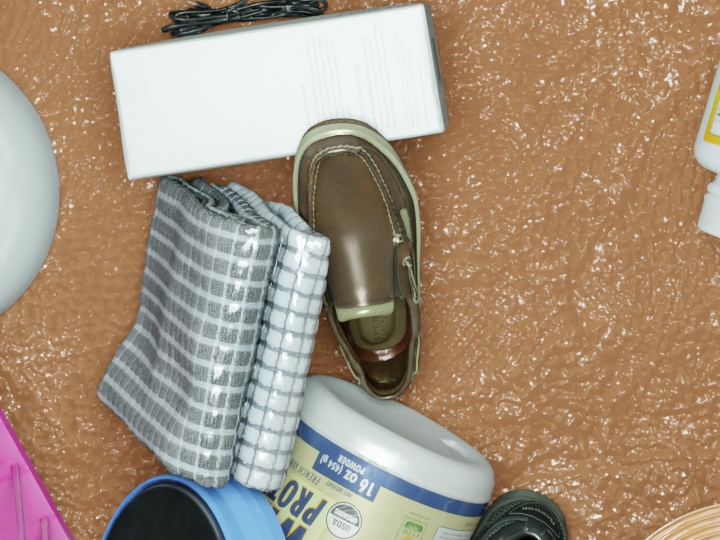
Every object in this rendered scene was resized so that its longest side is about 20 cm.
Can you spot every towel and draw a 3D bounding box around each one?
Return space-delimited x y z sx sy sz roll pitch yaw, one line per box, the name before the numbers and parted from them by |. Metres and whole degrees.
towel | -0.093 0.034 1.603 0.085 0.200 0.167 7 98 -21

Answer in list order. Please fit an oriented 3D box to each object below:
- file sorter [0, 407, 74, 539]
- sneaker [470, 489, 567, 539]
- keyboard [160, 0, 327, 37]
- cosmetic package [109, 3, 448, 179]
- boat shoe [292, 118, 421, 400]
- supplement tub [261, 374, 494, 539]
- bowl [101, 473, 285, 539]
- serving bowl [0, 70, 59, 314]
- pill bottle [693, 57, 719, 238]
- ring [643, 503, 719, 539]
file sorter | -0.271 0.173 1.629 0.138 0.126 0.201 -22 121 5
sneaker | 0.072 0.242 1.662 0.076 0.114 0.200 27 99 2
keyboard | -0.069 -0.197 1.638 0.199 0.021 0.127 -7 136 0
cosmetic package | -0.049 -0.114 1.635 0.199 0.108 0.085 -9 95 6
boat shoe | 0.006 -0.001 1.606 0.074 0.075 0.203 -11 134 6
supplement tub | -0.017 0.183 1.644 0.144 0.144 0.201 26 96 0
bowl | -0.109 0.219 1.594 0.039 0.200 0.202 6 98 -35
serving bowl | -0.296 -0.048 1.676 0.199 0.066 0.201 0 97 3
pill bottle | 0.273 -0.111 1.615 0.109 0.109 0.201 16 97 1
ring | 0.235 0.240 1.592 0.199 0.019 0.202 0 91 -2
